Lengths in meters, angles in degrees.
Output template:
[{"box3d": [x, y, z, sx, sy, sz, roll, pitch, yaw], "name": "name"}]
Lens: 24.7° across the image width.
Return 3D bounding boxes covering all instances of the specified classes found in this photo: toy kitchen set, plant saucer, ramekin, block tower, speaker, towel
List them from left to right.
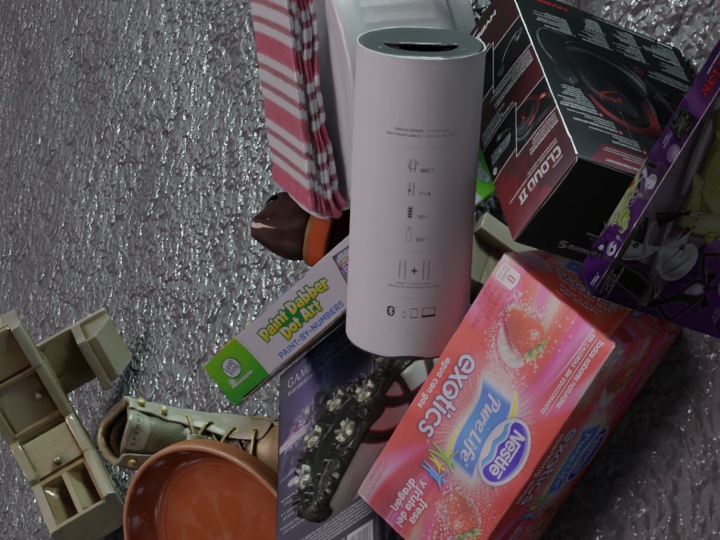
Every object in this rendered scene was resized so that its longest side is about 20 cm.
[{"box3d": [-0.304, 0.148, 1.745, 0.163, 0.200, 0.180, -30, 30, -8], "name": "toy kitchen set"}, {"box3d": [-0.109, 0.232, 1.355, 0.200, 0.032, 0.201, 13, 114, 31], "name": "plant saucer"}, {"box3d": [-0.052, -0.148, 1.268, 0.146, 0.030, 0.200, -138, 40, -69], "name": "towel"}, {"box3d": [0.008, -0.154, 1.272, 0.202, 0.094, 0.203, 168, 90, -75], "name": "ramekin"}, {"box3d": [0.033, -0.050, 1.033, 0.081, 0.081, 0.200, -135, 42, -59], "name": "speaker"}, {"box3d": [0.050, 0.034, 1.247, 0.200, 0.054, 0.058, -40, 21, 45], "name": "block tower"}]

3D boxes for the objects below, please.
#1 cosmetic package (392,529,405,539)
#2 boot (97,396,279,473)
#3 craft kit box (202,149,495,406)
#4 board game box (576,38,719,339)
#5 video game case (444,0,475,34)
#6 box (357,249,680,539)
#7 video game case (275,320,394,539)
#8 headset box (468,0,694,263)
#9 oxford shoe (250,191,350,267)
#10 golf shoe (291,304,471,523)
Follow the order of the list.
[{"box3d": [0.023, 0.191, 1.205, 0.101, 0.071, 0.200, -50, 36, 36], "name": "cosmetic package"}, {"box3d": [-0.128, 0.150, 1.412, 0.200, 0.154, 0.072, -14, 63, 59], "name": "boot"}, {"box3d": [0.000, 0.000, 1.228, 0.197, 0.049, 0.200, -38, 0, 30], "name": "craft kit box"}, {"box3d": [0.222, -0.056, 0.931, 0.200, 0.120, 0.032, -62, 32, 21], "name": "board game box"}, {"box3d": [0.044, -0.217, 1.320, 0.182, 0.024, 0.200, 149, 109, -73], "name": "video game case"}, {"box3d": [0.101, 0.091, 1.058, 0.095, 0.103, 0.200, 41, 114, 25], "name": "box"}, {"box3d": [-0.021, 0.138, 1.218, 0.143, 0.019, 0.200, -41, 39, 45], "name": "video game case"}, {"box3d": [0.154, -0.076, 1.033, 0.075, 0.148, 0.200, -55, 33, 33], "name": "headset box"}, {"box3d": [-0.045, -0.049, 1.392, 0.200, 0.072, 0.071, -44, -35, -81], "name": "oxford shoe"}, {"box3d": [0.028, 0.096, 1.128, 0.200, 0.088, 0.077, -58, 18, -23], "name": "golf shoe"}]
